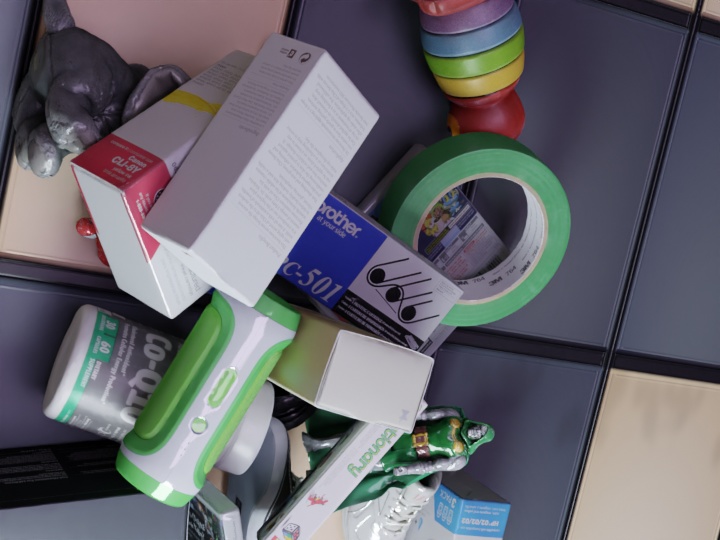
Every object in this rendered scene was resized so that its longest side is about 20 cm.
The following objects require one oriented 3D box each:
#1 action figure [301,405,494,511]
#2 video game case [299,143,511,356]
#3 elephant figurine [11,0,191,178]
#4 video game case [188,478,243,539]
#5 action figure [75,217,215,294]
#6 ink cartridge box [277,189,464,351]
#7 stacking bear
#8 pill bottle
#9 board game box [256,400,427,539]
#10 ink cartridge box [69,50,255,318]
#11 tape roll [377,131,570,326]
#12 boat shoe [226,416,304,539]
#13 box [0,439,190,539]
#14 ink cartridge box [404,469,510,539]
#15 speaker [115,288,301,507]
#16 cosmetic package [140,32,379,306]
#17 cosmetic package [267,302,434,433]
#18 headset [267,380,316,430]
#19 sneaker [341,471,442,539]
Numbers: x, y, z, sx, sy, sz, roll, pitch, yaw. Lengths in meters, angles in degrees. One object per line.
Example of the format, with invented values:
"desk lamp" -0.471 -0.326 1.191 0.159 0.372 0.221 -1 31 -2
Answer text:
"action figure" 0.040 0.181 1.449 0.198 0.055 0.119 -10 72 5
"video game case" 0.049 -0.002 1.500 0.200 0.023 0.182 -47 118 -9
"elephant figurine" -0.207 -0.136 1.286 0.198 0.142 0.156 8 133 -32
"video game case" -0.151 0.280 1.362 0.023 0.200 0.184 -14 108 -24
"action figure" -0.184 -0.013 1.365 0.199 0.052 0.066 20 96 -27
"ink cartridge box" 0.000 0.000 1.383 0.199 0.044 0.094 35 98 -29
"stacking bear" 0.117 -0.214 1.439 0.113 0.121 0.201 -24 121 -12
"pill bottle" -0.190 0.117 1.334 0.198 0.113 0.114 22 92 -18
"board game box" -0.021 0.192 1.341 0.035 0.126 0.200 42 82 0
"ink cartridge box" -0.136 -0.080 1.239 0.200 0.083 0.146 -40 134 -27
"tape roll" 0.117 -0.042 1.454 0.198 0.048 0.202 -7 119 -13
"boat shoe" -0.091 0.228 1.434 0.068 0.074 0.201 -9 124 -33
"box" -0.276 0.223 1.319 0.198 0.141 0.080 -2 103 -26
"ink cartridge box" 0.087 0.329 1.543 0.067 0.115 0.202 9 98 -28
"speaker" -0.135 0.105 1.241 0.088 0.088 0.201 31 91 -29
"cosmetic package" -0.081 -0.085 1.176 0.201 0.071 0.101 -57 139 -11
"cosmetic package" -0.027 0.083 1.287 0.104 0.200 0.072 19 89 -27
"headset" -0.071 0.107 1.422 0.198 0.094 0.125 -4 105 -16
"sneaker" 0.039 0.238 1.506 0.077 0.099 0.202 9 98 -28
